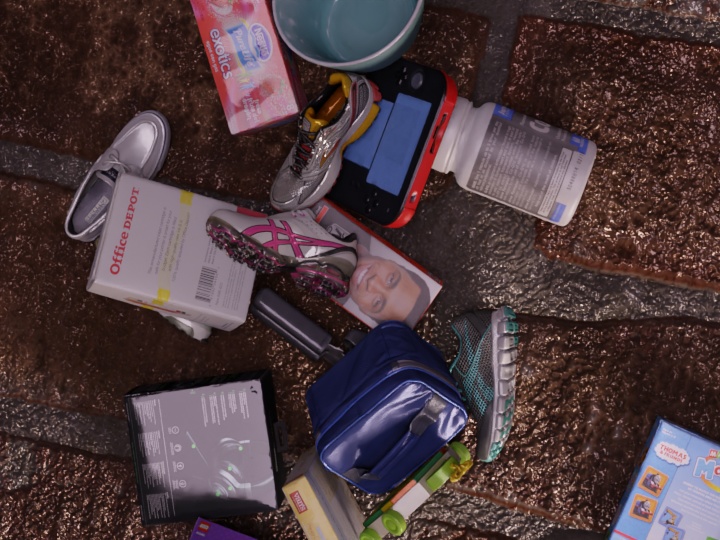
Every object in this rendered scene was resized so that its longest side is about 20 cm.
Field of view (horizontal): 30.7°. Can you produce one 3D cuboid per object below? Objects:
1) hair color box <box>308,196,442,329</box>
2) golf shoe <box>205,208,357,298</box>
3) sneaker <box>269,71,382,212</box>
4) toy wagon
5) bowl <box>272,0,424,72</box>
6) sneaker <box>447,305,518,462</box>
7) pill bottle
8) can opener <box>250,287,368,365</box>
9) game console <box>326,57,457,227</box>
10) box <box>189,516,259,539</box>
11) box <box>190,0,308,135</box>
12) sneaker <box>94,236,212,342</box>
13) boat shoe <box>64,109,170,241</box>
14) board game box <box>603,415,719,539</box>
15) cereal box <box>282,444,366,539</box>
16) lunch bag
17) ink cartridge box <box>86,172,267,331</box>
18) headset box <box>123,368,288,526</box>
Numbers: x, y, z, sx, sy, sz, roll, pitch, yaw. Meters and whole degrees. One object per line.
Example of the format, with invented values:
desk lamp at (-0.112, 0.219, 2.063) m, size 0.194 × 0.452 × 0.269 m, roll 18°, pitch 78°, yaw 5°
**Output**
hair color box at (0.000, 0.000, 1.704) m, size 0.199 × 0.061 × 0.102 m, roll 35°, pitch 95°, yaw 1°
golf shoe at (-0.097, -0.039, 1.634) m, size 0.198 × 0.072 × 0.093 m, roll 23°, pitch 68°, yaw -18°
sneaker at (-0.059, -0.165, 1.652) m, size 0.078 × 0.082 × 0.201 m, roll 36°, pitch 98°, yaw 34°
toy wagon at (0.076, 0.273, 1.645) m, size 0.040 × 0.155 × 0.200 m, roll 45°, pitch 142°, yaw 6°
bowl at (-0.001, -0.330, 1.639) m, size 0.198 × 0.105 × 0.204 m, roll -5°, pitch 75°, yaw 18°
sneaker at (0.154, 0.145, 1.706) m, size 0.090 × 0.077 × 0.203 m, roll 3°, pitch 91°, yaw 20°
pill bottle at (0.186, -0.143, 1.650) m, size 0.198 × 0.114 × 0.115 m, roll 21°, pitch 96°, yaw 2°
can opener at (-0.050, 0.083, 1.729) m, size 0.199 × 0.053 × 0.067 m, roll 37°, pitch 64°, yaw 2°
game console at (0.034, -0.165, 1.648) m, size 0.031 × 0.176 × 0.202 m, roll 16°, pitch 98°, yaw -41°
box at (-0.130, 0.397, 1.714) m, size 0.197 × 0.137 × 0.039 m, roll 21°, pitch 56°, yaw 3°
box at (-0.141, -0.281, 1.674) m, size 0.093 × 0.103 × 0.203 m, roll -17°, pitch 92°, yaw 8°
sneaker at (-0.260, 0.007, 1.731) m, size 0.199 × 0.077 × 0.089 m, roll 37°, pitch 84°, yaw -4°
boat shoe at (-0.318, -0.121, 1.720) m, size 0.073 × 0.065 × 0.201 m, roll 32°, pitch 97°, yaw 2°
board game box at (0.417, 0.312, 1.705) m, size 0.150 × 0.037 × 0.202 m, roll 23°, pitch 97°, yaw 3°
cereal box at (-0.039, 0.306, 1.662) m, size 0.039 × 0.200 × 0.145 m, roll -27°, pitch 91°, yaw 7°
lunch bag at (0.026, 0.184, 1.650) m, size 0.135 × 0.133 × 0.200 m, roll 34°, pitch 111°, yaw -32°
ink cartridge box at (-0.233, -0.022, 1.663) m, size 0.197 × 0.083 × 0.147 m, roll 17°, pitch 75°, yaw -16°
headset box at (-0.194, 0.229, 1.723) m, size 0.197 × 0.093 × 0.177 m, roll -8°, pitch 93°, yaw 5°
